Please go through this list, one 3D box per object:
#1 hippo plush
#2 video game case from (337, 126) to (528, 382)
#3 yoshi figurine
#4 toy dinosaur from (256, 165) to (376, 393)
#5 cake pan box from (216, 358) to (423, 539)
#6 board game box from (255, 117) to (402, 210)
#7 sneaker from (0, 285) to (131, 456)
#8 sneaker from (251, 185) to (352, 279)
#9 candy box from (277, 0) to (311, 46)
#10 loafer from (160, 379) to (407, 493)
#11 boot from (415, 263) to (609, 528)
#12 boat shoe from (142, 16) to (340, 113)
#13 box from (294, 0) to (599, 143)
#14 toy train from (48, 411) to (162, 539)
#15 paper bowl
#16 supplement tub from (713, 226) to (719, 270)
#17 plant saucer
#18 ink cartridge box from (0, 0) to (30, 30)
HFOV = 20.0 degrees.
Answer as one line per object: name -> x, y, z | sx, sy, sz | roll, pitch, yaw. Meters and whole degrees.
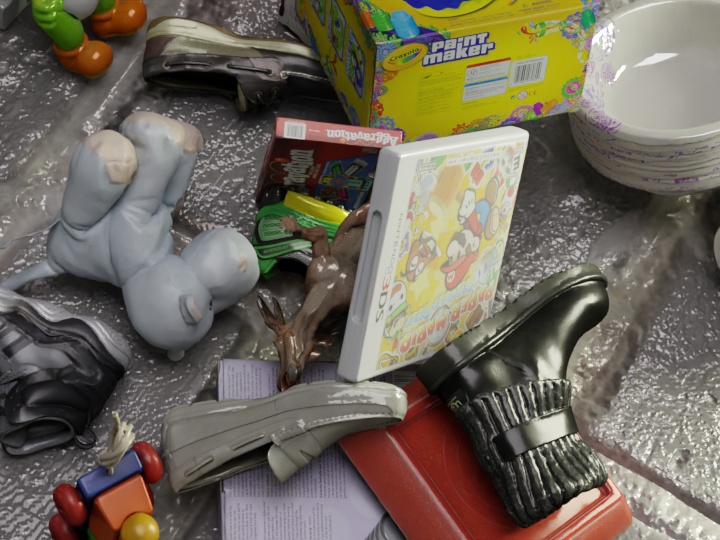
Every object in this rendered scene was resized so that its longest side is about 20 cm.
hippo plush -> -0.171, -0.021, 1.668 | 0.199, 0.160, 0.161 | -37, 72, -26
video game case -> 0.060, -0.016, 1.610 | 0.023, 0.184, 0.199 | 21, 19, 29
yoshi figurine -> -0.251, -0.268, 1.761 | 0.111, 0.201, 0.113 | -27, 39, 4
toy dinosaur -> -0.014, 0.003, 1.659 | 0.086, 0.136, 0.199 | 42, 50, 17
cake pan box -> -0.027, 0.164, 1.654 | 0.182, 0.052, 0.202 | 2, 61, -11
board game box -> -0.030, -0.085, 1.706 | 0.102, 0.200, 0.020 | 7, 76, -6
sneaker -> -0.291, 0.079, 1.640 | 0.198, 0.076, 0.115 | 17, 57, -3
sneaker -> 0.000, 0.000, 1.744 | 0.198, 0.078, 0.086 | 18, 77, 2
candy box -> 0.053, -0.234, 1.874 | 0.200, 0.072, 0.168 | 41, 63, 14
loafer -> -0.058, 0.130, 1.589 | 0.198, 0.070, 0.071 | -12, 71, 11
boot -> 0.157, 0.101, 1.634 | 0.210, 0.080, 0.158 | -30, 76, -32
boat shoe -> -0.098, -0.171, 1.821 | 0.198, 0.073, 0.065 | 12, 71, 1
box -> 0.068, -0.223, 1.735 | 0.198, 0.123, 0.193 | -13, 49, -17
toy train -> -0.168, 0.193, 1.531 | 0.084, 0.200, 0.116 | -28, 73, -22
paper bowl -> 0.285, -0.147, 1.824 | 0.198, 0.105, 0.202 | -8, 44, 8
supplement tub -> 0.417, -0.058, 1.795 | 0.145, 0.146, 0.200 | 40, 62, 13
plant saucer -> 0.110, 0.161, 1.646 | 0.199, 0.037, 0.201 | -29, 77, -37
ink cartridge box -> -0.309, -0.320, 1.879 | 0.099, 0.039, 0.201 | 32, 63, 8
